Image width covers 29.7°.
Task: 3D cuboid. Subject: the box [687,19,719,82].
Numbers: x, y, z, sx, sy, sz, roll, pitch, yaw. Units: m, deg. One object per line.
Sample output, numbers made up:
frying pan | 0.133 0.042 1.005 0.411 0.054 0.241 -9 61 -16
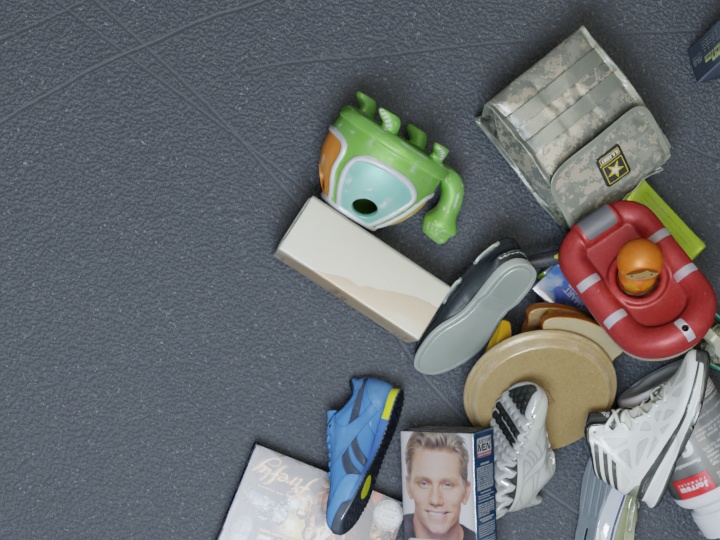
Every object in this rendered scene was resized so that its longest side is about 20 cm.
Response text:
box | 0.511 -0.295 1.664 0.157 0.200 0.051 -12 81 -9

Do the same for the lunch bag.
lunch bag | 0.264 -0.165 1.657 0.164 0.118 0.200 -38 88 -6

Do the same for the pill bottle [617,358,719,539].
pill bottle | 0.410 0.217 1.652 0.114 0.114 0.200 -31 90 -9

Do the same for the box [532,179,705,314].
box | 0.317 -0.004 1.690 0.200 0.048 0.122 -44 91 -8

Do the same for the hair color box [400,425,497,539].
hair color box | 0.105 0.286 1.600 0.100 0.060 0.200 -2 89 30

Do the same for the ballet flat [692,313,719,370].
ballet flat | 0.407 0.061 1.655 0.200 0.070 0.067 36 88 -24

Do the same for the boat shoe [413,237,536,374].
boat shoe | 0.132 0.045 1.632 0.076 0.060 0.200 28 118 -36

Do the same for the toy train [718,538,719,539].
toy train | 0.422 0.373 1.681 0.200 0.034 0.046 -27 93 -9

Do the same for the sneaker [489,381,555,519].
sneaker | 0.195 0.210 1.611 0.081 0.075 0.200 -2 128 -17

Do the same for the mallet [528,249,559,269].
mallet | 0.267 -0.032 1.648 0.200 0.041 0.066 -5 83 -1

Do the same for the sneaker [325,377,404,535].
sneaker | -0.014 0.216 1.601 0.078 0.066 0.200 14 60 13

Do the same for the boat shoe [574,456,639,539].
boat shoe | 0.309 0.292 1.663 0.062 0.072 0.200 13 92 -23

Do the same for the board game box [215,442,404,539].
board game box | -0.059 0.305 1.619 0.200 0.035 0.136 22 83 -6

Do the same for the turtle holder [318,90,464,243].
turtle holder | 0.033 -0.116 1.629 0.185 0.141 0.132 27 99 -44

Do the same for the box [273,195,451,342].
box | 0.000 0.000 1.623 0.200 0.095 0.078 33 82 -3

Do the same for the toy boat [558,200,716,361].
toy boat | 0.318 0.004 1.546 0.130 0.131 0.200 -34 71 -3

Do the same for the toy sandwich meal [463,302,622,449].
toy sandwich meal | 0.216 0.130 1.636 0.205 0.070 0.205 -2 124 -3

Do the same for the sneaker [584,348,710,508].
sneaker | 0.324 0.169 1.568 0.115 0.076 0.201 22 108 11
